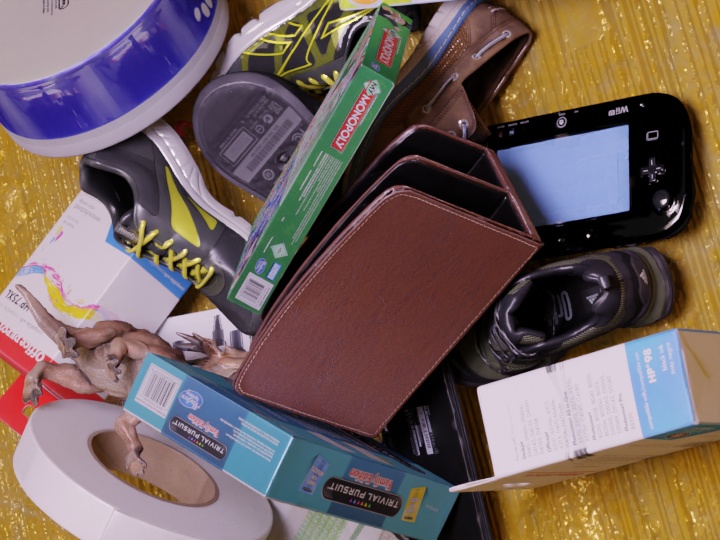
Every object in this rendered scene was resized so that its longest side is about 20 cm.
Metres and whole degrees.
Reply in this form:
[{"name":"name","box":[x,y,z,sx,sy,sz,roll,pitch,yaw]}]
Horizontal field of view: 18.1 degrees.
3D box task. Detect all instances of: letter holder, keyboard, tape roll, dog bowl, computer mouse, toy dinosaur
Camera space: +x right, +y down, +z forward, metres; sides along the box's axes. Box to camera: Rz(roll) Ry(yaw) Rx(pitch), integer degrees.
[{"name":"letter holder","box":[0.000,0.000,1.555,0.200,0.142,0.101,-51,41,26]},{"name":"keyboard","box":[0.050,0.115,1.658,0.104,0.040,0.201,-12,90,48]},{"name":"tape roll","box":[-0.161,0.162,1.686,0.203,0.202,0.037,36,107,33]},{"name":"dog bowl","box":[-0.205,-0.185,1.724,0.199,0.079,0.201,-18,43,18]},{"name":"computer mouse","box":[-0.041,-0.075,1.699,0.200,0.053,0.138,43,113,-11]},{"name":"toy dinosaur","box":[-0.167,0.069,1.699,0.199,0.135,0.086,27,121,22]}]

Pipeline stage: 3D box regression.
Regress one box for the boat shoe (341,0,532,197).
[{"name":"boat shoe","box":[0.056,-0.109,1.623,0.072,0.072,0.201,23,78,26]}]

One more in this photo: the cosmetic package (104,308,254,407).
[{"name":"cosmetic package","box":[-0.136,0.077,1.796,0.199,0.051,0.083,-11,79,35]}]

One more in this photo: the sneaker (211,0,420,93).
[{"name":"sneaker","box":[-0.036,-0.164,1.715,0.200,0.074,0.085,-44,63,25]}]

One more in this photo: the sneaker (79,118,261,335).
[{"name":"sneaker","box":[-0.141,-0.023,1.704,0.200,0.084,0.075,50,138,14]}]

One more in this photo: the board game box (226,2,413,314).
[{"name":"board game box","box":[-0.028,-0.080,1.592,0.029,0.135,0.200,29,115,-6]}]

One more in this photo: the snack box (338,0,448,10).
[{"name":"snack box","box":[0.077,-0.265,1.597,0.199,0.053,0.143,-3,105,16]}]

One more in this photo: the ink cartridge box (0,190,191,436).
[{"name":"ink cartridge box","box":[-0.227,0.037,1.795,0.200,0.067,0.116,-54,40,-8]}]

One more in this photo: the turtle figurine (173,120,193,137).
[{"name":"turtle figurine","box":[-0.206,-0.153,1.834,0.149,0.101,0.201,-22,56,12]}]

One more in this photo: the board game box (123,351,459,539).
[{"name":"board game box","box":[-0.047,0.127,1.589,0.151,0.200,0.047,27,92,40]}]

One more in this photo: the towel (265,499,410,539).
[{"name":"towel","box":[-0.020,0.232,1.701,0.200,0.031,0.150,46,116,36]}]

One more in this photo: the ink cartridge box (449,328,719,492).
[{"name":"ink cartridge box","box":[0.162,0.097,1.533,0.199,0.116,0.067,-19,76,34]}]

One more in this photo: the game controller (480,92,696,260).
[{"name":"game controller","box":[0.147,-0.063,1.602,0.199,0.042,0.105,-9,81,35]}]

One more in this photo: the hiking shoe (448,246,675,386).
[{"name":"hiking shoe","box":[0.116,0.029,1.578,0.200,0.100,0.076,-27,71,37]}]
